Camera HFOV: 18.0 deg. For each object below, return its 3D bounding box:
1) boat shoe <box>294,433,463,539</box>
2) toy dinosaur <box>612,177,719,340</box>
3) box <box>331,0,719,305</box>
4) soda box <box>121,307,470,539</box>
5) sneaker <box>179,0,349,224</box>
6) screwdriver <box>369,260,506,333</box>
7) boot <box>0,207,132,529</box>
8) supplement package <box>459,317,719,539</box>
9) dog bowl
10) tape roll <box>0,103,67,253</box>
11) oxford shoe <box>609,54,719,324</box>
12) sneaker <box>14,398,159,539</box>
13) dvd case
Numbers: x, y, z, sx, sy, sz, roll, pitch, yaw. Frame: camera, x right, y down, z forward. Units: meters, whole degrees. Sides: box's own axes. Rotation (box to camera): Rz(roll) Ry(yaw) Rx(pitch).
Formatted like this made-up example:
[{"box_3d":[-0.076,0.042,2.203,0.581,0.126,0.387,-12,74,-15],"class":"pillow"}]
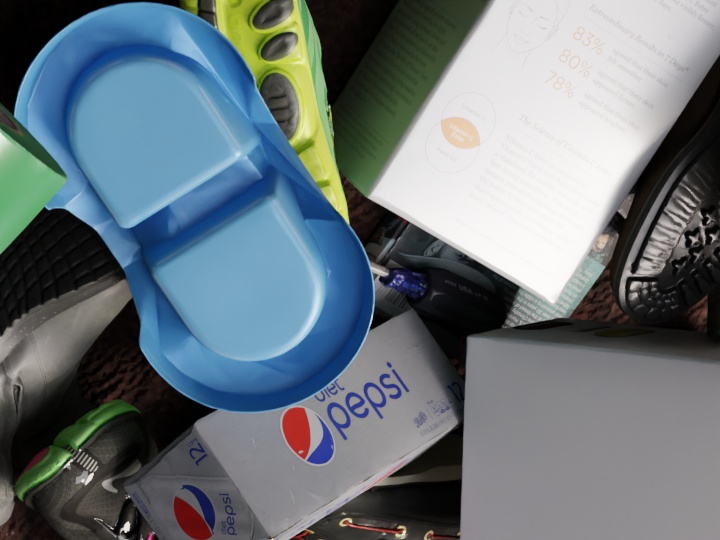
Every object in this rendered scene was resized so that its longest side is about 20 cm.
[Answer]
[{"box_3d":[-0.015,0.124,1.236,0.201,0.074,0.063,4,107,-39],"class":"boat shoe"},{"box_3d":[0.188,-0.030,1.213,0.102,0.200,0.077,-21,106,8],"class":"toy dinosaur"},{"box_3d":[0.088,-0.107,1.133,0.124,0.097,0.200,30,99,-26],"class":"box"},{"box_3d":[-0.025,0.086,1.133,0.063,0.068,0.200,-40,172,36],"class":"soda box"},{"box_3d":[-0.040,-0.067,1.091,0.074,0.084,0.201,-1,112,9],"class":"sneaker"},{"box_3d":[0.000,0.000,1.179,0.199,0.028,0.029,17,80,-37],"class":"screwdriver"},{"box_3d":[-0.152,0.042,1.120,0.200,0.068,0.131,-37,143,-10],"class":"boot"},{"box_3d":[0.162,0.113,1.163,0.111,0.199,0.157,-8,102,-59],"class":"supplement package"},{"box_3d":[-0.073,-0.032,1.029,0.111,0.050,0.200,-31,103,7],"class":"dog bowl"},{"box_3d":[-0.205,-0.088,0.903,0.048,0.200,0.200,-46,131,0],"class":"tape roll"},{"box_3d":[0.175,-0.065,1.156,0.073,0.084,0.201,33,81,-34],"class":"oxford shoe"},{"box_3d":[-0.111,0.131,1.141,0.077,0.084,0.200,-42,152,-11],"class":"sneaker"},{"box_3d":[0.094,-0.041,1.245,0.146,0.022,0.200,29,98,-41],"class":"dvd case"}]
